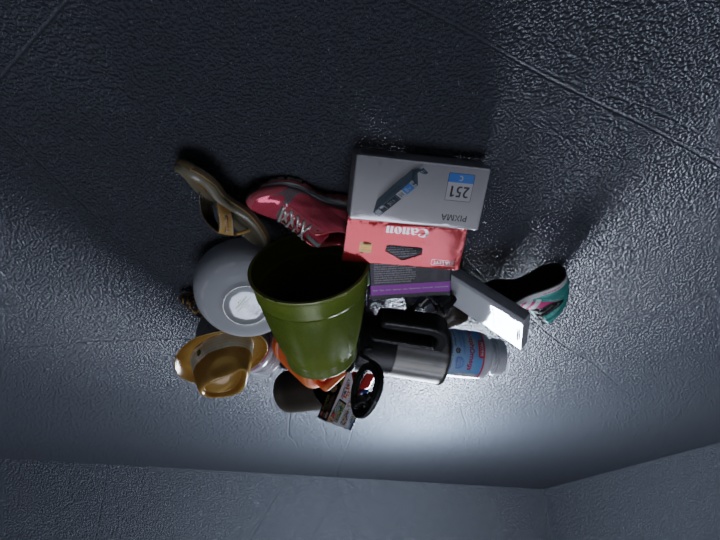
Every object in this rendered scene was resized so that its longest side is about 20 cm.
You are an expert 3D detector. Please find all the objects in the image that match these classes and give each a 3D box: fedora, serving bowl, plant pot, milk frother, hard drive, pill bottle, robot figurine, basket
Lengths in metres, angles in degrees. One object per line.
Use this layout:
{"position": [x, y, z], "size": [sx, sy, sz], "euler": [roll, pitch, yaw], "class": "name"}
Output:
{"position": [-0.276, 0.199, 1.129], "size": [0.196, 0.083, 0.203], "euler": [-13, 143, -10], "class": "fedora"}
{"position": [-0.205, 0.045, 1.013], "size": [0.195, 0.066, 0.204], "euler": [-5, 124, -8], "class": "serving bowl"}
{"position": [-0.075, 0.071, 0.944], "size": [0.195, 0.202, 0.196], "euler": [-3, 124, 3], "class": "plant pot"}
{"position": [0.073, 0.181, 1.038], "size": [0.184, 0.204, 0.181], "euler": [10, 161, -10], "class": "milk frother"}
{"position": [0.225, 0.061, 1.053], "size": [0.198, 0.027, 0.133], "euler": [34, 163, 28], "class": "hard drive"}
{"position": [0.236, 0.194, 1.308], "size": [0.195, 0.111, 0.109], "euler": [6, 149, -14], "class": "pill bottle"}
{"position": [-0.264, 0.163, 1.253], "size": [0.107, 0.111, 0.200], "euler": [-15, 147, 23], "class": "pill bottle"}
{"position": [-0.118, 0.178, 1.226], "size": [0.143, 0.199, 0.118], "euler": [16, 105, -52], "class": "robot figurine"}
{"position": [-0.128, 0.307, 1.484], "size": [0.198, 0.139, 0.178], "euler": [-21, 171, 40], "class": "basket"}

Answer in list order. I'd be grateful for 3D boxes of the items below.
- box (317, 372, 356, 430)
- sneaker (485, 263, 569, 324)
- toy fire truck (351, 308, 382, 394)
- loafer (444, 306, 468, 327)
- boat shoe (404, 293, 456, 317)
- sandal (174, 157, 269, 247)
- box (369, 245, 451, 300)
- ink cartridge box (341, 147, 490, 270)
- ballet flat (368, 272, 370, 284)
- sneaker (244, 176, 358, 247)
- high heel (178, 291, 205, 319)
{"position": [-0.024, 0.285, 1.387], "size": [0.034, 0.203, 0.110], "euler": [14, 165, 40], "class": "box"}
{"position": [0.331, 0.062, 1.134], "size": [0.197, 0.085, 0.121], "euler": [-19, 136, 25], "class": "sneaker"}
{"position": [0.002, 0.181, 1.232], "size": [0.109, 0.171, 0.201], "euler": [5, 150, -10], "class": "toy fire truck"}
{"position": [0.150, 0.128, 1.207], "size": [0.071, 0.073, 0.199], "euler": [45, 127, -12], "class": "loafer"}
{"position": [0.115, 0.055, 1.138], "size": [0.093, 0.075, 0.200], "euler": [44, 156, -5], "class": "boat shoe"}
{"position": [-0.215, -0.090, 0.850], "size": [0.079, 0.055, 0.200], "euler": [20, 162, 37], "class": "sandal"}
{"position": [0.082, -0.042, 0.917], "size": [0.139, 0.036, 0.203], "euler": [-3, 129, 0], "class": "box"}
{"position": [0.077, -0.079, 0.830], "size": [0.195, 0.045, 0.180], "euler": [4, 115, -9], "class": "ink cartridge box"}
{"position": [0.000, 0.000, 1.043], "size": [0.073, 0.076, 0.200], "euler": [16, 144, -27], "class": "ballet flat"}
{"position": [-0.080, -0.081, 0.864], "size": [0.196, 0.088, 0.074], "euler": [10, 148, -17], "class": "sneaker"}
{"position": [-0.274, 0.028, 1.096], "size": [0.195, 0.072, 0.145], "euler": [8, 129, 8], "class": "high heel"}
